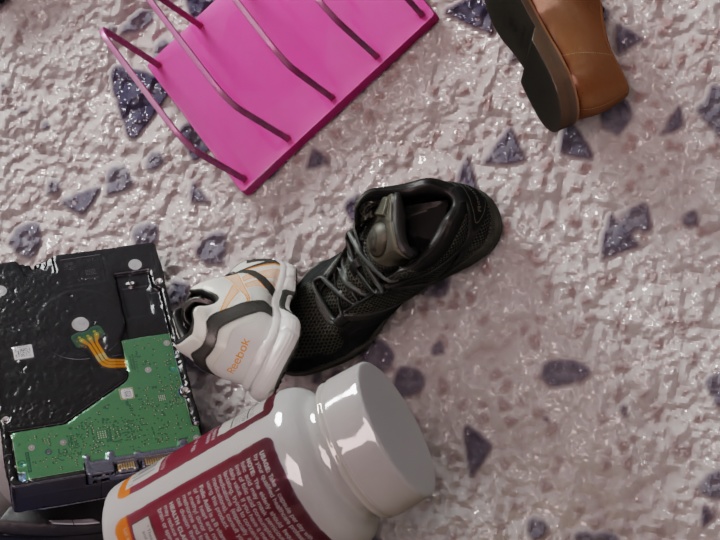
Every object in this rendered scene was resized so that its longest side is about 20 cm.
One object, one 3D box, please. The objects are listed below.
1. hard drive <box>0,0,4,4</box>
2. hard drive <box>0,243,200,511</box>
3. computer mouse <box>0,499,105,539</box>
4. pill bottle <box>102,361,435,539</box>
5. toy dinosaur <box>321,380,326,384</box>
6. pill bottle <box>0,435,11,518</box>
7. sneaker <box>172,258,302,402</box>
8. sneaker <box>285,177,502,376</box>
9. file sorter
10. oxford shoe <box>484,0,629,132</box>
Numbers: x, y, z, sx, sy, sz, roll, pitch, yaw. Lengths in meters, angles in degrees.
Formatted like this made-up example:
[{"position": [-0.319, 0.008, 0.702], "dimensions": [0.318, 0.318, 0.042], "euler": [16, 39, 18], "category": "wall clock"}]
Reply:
[{"position": [-0.267, -0.336, 1.436], "dimensions": [0.200, 0.038, 0.140], "euler": [-41, 69, 8], "category": "hard drive"}, {"position": [-0.198, 0.074, 1.262], "dimensions": [0.138, 0.038, 0.201], "euler": [-9, 50, -14], "category": "hard drive"}, {"position": [-0.237, 0.212, 1.282], "dimensions": [0.198, 0.141, 0.046], "euler": [-8, 60, -22], "category": "computer mouse"}, {"position": [-0.058, 0.148, 1.132], "dimensions": [0.199, 0.114, 0.115], "euler": [-30, 71, 16], "category": "pill bottle"}, {"position": [-0.074, 0.159, 1.247], "dimensions": [0.198, 0.086, 0.137], "euler": [-11, 76, 22], "category": "toy dinosaur"}, {"position": [-0.321, 0.169, 1.320], "dimensions": [0.199, 0.109, 0.111], "euler": [-26, 72, 14], "category": "pill bottle"}, {"position": [-0.089, 0.026, 1.221], "dimensions": [0.079, 0.200, 0.074], "euler": [24, 99, -11], "category": "sneaker"}, {"position": [0.000, 0.000, 1.233], "dimensions": [0.198, 0.114, 0.077], "euler": [-33, 69, 14], "category": "sneaker"}, {"position": [-0.073, -0.185, 1.287], "dimensions": [0.200, 0.125, 0.139], "euler": [-42, 69, 8], "category": "file sorter"}, {"position": [0.134, -0.196, 1.256], "dimensions": [0.071, 0.071, 0.202], "euler": [-17, 72, -13], "category": "oxford shoe"}]
